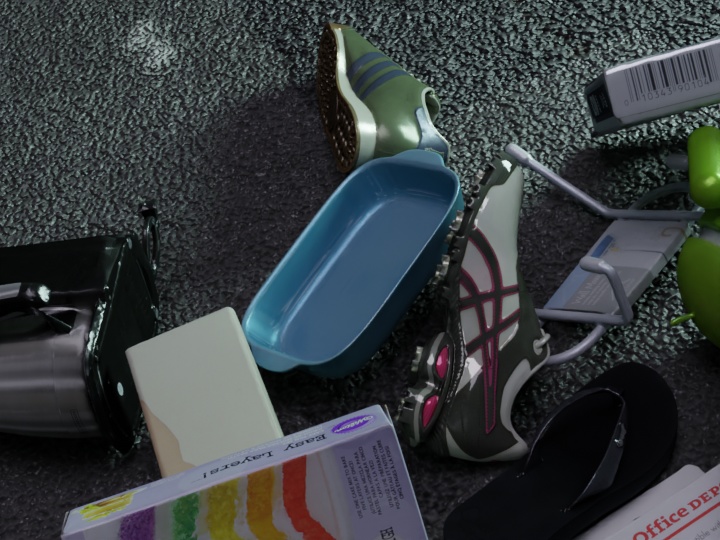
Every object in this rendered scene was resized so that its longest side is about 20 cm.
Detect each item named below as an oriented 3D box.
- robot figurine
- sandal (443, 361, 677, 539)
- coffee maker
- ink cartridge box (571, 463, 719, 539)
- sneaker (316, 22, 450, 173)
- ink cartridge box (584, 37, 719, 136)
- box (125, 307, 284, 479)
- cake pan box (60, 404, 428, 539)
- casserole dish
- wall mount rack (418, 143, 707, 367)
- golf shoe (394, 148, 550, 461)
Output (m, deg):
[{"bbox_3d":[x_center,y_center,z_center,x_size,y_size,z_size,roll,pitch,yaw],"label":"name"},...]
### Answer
[{"bbox_3d":[0.284,-0.025,0.863,0.201,0.175,0.116,-53,16,2],"label":"robot figurine"},{"bbox_3d":[0.131,0.117,0.824,0.076,0.043,0.200,24,47,34],"label":"sandal"},{"bbox_3d":[-0.250,0.043,0.949,0.197,0.136,0.192,-2,24,8],"label":"coffee maker"},{"bbox_3d":[0.208,0.182,0.747,0.114,0.068,0.200,-29,48,-15],"label":"ink cartridge box"},{"bbox_3d":[0.019,-0.134,1.091,0.089,0.068,0.201,6,33,-14],"label":"sneaker"},{"bbox_3d":[0.261,-0.141,0.953,0.196,0.044,0.200,-15,1,5],"label":"ink cartridge box"},{"bbox_3d":[-0.078,0.130,0.838,0.077,0.095,0.201,-21,45,-6],"label":"box"},{"bbox_3d":[-0.043,0.195,0.718,0.182,0.202,0.052,-16,9,-4],"label":"cake pan box"},{"bbox_3d":[0.000,0.000,0.949,0.120,0.039,0.201,15,62,46],"label":"casserole dish"},{"bbox_3d":[0.147,-0.025,0.952,0.173,0.075,0.200,5,43,49],"label":"wall mount rack"},{"bbox_3d":[0.085,0.025,0.882,0.087,0.077,0.202,15,86,2],"label":"golf shoe"}]
